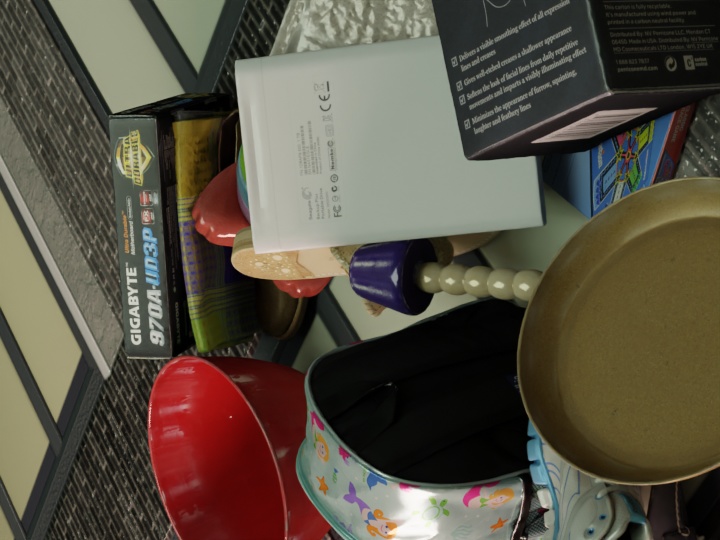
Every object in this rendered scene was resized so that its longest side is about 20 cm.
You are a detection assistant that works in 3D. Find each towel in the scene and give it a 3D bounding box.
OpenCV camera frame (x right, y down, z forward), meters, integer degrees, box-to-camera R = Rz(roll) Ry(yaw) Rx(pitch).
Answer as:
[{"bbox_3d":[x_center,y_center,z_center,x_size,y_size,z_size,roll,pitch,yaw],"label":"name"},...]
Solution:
[{"bbox_3d":[0.032,-0.132,1.307,0.199,0.034,0.133,21,99,13],"label":"towel"},{"bbox_3d":[-0.114,-0.036,1.585,0.023,0.144,0.201,-3,92,18],"label":"towel"}]

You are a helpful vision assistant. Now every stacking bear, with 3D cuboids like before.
[{"bbox_3d":[-0.035,-0.088,1.431,0.121,0.114,0.200,34,148,1],"label":"stacking bear"}]

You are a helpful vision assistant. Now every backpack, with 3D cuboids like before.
[{"bbox_3d":[0.057,0.119,1.279,0.178,0.199,0.151,46,134,41],"label":"backpack"}]

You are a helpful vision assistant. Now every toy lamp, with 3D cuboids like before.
[{"bbox_3d":[0.085,0.007,1.280,0.199,0.058,0.059,5,100,28],"label":"toy lamp"}]

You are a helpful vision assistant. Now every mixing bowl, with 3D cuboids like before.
[{"bbox_3d":[-0.076,0.151,1.555,0.200,0.108,0.201,27,125,46],"label":"mixing bowl"}]

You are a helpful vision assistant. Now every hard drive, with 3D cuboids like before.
[{"bbox_3d":[0.020,-0.086,1.283,0.199,0.027,0.133,-5,92,14],"label":"hard drive"}]

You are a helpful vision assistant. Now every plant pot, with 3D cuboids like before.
[{"bbox_3d":[0.187,0.038,1.146,0.199,0.027,0.201,-18,54,27],"label":"plant pot"}]

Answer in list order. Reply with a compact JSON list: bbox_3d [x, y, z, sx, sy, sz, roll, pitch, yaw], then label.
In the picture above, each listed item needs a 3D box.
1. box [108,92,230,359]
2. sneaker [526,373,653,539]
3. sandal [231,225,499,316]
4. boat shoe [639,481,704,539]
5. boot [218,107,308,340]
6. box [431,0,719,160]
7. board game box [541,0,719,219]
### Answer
[{"bbox_3d":[-0.151,-0.041,1.597,0.046,0.159,0.201,1,102,18],"label":"box"},{"bbox_3d":[0.150,0.143,1.164,0.087,0.075,0.201,140,138,-56],"label":"sneaker"},{"bbox_3d":[0.002,0.003,1.380,0.210,0.078,0.070,-6,60,23],"label":"sandal"},{"bbox_3d":[0.196,0.189,1.226,0.073,0.062,0.201,43,-126,-90],"label":"boat shoe"},{"bbox_3d":[-0.083,-0.039,1.574,0.073,0.075,0.201,15,109,52],"label":"boot"},{"bbox_3d":[0.125,-0.184,1.175,0.148,0.107,0.201,-21,78,55],"label":"box"},{"bbox_3d":[0.175,-0.124,1.223,0.103,0.019,0.201,46,131,44],"label":"board game box"}]
